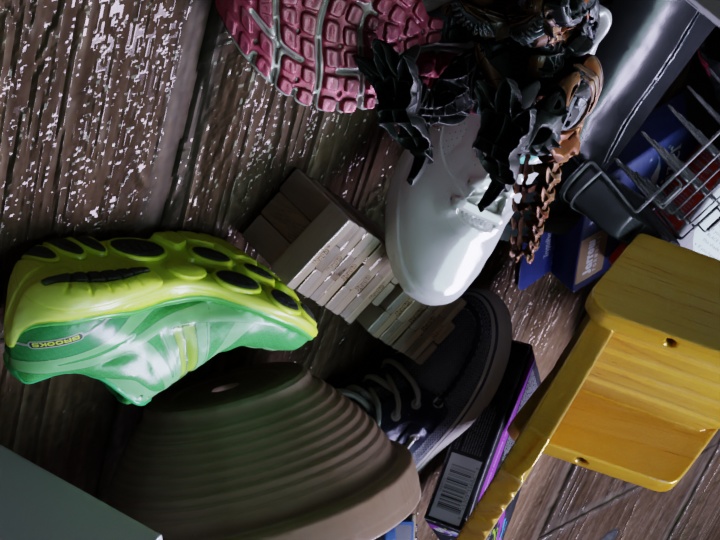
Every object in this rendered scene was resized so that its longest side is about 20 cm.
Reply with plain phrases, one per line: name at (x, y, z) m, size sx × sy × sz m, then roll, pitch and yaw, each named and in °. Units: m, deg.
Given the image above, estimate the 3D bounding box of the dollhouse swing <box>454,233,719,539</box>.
dollhouse swing at (0.178, 0.109, 1.136) m, size 0.200 × 0.181 × 0.176 m, roll 112°, pitch -3°, yaw -57°

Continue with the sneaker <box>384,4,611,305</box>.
sneaker at (0.082, -0.072, 1.008) m, size 0.075 × 0.088 × 0.201 m, roll 26°, pitch 86°, yaw -30°

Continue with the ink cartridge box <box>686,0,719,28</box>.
ink cartridge box at (0.184, -0.190, 0.930) m, size 0.088 × 0.200 × 0.145 m, roll -53°, pitch 150°, yaw 13°

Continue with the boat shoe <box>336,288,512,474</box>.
boat shoe at (0.020, 0.094, 1.202) m, size 0.093 × 0.075 × 0.200 m, roll 11°, pitch 118°, yaw -49°

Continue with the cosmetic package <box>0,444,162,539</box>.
cosmetic package at (-0.172, 0.179, 0.977) m, size 0.052 × 0.150 × 0.200 m, roll -51°, pitch 156°, yaw -29°

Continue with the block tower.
block tower at (0.000, 0.000, 1.080) m, size 0.054 × 0.058 × 0.200 m, roll -48°, pitch 153°, yaw 4°

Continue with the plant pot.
plant pot at (-0.069, 0.112, 1.046) m, size 0.200 × 0.200 × 0.093 m, roll -20°, pitch 102°, yaw -38°

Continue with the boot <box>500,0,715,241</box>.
boot at (0.144, -0.116, 1.105) m, size 0.200 × 0.066 × 0.165 m, roll -54°, pitch 160°, yaw 21°

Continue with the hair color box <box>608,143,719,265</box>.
hair color box at (0.283, -0.050, 1.263) m, size 0.101 × 0.061 × 0.200 m, roll 34°, pitch 102°, yaw -22°

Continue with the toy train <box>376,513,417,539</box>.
toy train at (-0.043, 0.177, 1.167) m, size 0.199 × 0.046 × 0.034 m, roll 3°, pitch 87°, yaw -30°

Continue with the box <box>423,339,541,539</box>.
box at (0.098, 0.144, 1.315) m, size 0.200 × 0.036 × 0.143 m, roll 62°, pitch 47°, yaw -68°

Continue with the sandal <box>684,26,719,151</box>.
sandal at (0.264, -0.176, 1.191) m, size 0.045 × 0.075 × 0.201 m, roll -3°, pitch 122°, yaw -42°

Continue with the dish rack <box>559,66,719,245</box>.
dish rack at (0.233, -0.088, 1.132) m, size 0.200 × 0.055 × 0.153 m, roll -44°, pitch 160°, yaw 12°

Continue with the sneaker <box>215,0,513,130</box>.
sneaker at (0.005, -0.124, 0.921) m, size 0.199 × 0.075 × 0.081 m, roll 8°, pitch 107°, yaw -40°

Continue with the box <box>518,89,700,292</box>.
box at (0.201, -0.060, 1.287) m, size 0.200 × 0.032 × 0.121 m, roll -31°, pitch 148°, yaw -22°

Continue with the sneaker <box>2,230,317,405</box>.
sneaker at (-0.112, 0.027, 0.956) m, size 0.199 × 0.074 × 0.084 m, roll 3°, pitch 123°, yaw -42°

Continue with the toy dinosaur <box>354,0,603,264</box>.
toy dinosaur at (0.087, -0.097, 0.891) m, size 0.136 × 0.102 × 0.201 m, roll -32°, pitch 109°, yaw -41°
